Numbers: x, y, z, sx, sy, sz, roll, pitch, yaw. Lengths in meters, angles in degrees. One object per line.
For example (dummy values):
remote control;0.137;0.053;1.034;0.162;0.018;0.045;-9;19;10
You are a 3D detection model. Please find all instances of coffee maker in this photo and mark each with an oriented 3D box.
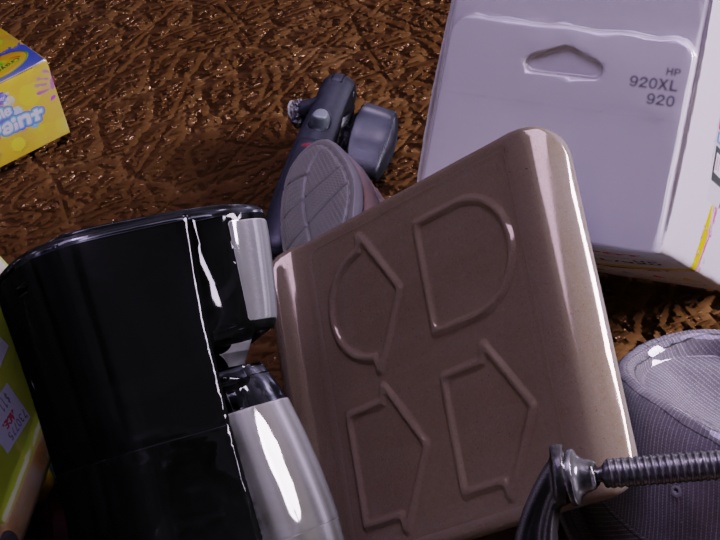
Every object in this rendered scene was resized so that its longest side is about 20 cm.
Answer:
coffee maker;-0.106;0.080;0.704;0.134;0.202;0.191;-22;-7;39

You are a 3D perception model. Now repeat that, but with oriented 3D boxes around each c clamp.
c clamp;0.158;0.109;0.645;0.198;0.172;0.027;-11;4;9

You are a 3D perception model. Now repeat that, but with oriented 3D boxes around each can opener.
can opener;-0.032;-0.071;1.038;0.078;0.064;0.201;4;39;19

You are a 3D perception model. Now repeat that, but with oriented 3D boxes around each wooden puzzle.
wooden puzzle;0.045;0.047;0.759;0.199;0.046;0.187;-24;67;37

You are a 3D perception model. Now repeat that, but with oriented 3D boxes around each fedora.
fedora;0.187;0.096;0.715;0.176;0.091;0.200;-14;36;-25

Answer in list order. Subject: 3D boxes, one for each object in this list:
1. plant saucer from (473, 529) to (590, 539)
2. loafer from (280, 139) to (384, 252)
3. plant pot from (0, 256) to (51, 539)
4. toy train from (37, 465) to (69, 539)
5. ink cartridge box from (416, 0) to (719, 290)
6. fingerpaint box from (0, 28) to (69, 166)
plant saucer;0.074;0.196;0.692;0.198;0.030;0.201;-8;38;6
loafer;0.000;0.000;0.927;0.072;0.063;0.201;-42;41;22
plant pot;-0.267;0.069;0.757;0.180;0.199;0.201;-12;43;25
toy train;-0.191;0.130;0.823;0.150;0.056;0.200;-28;40;-21
ink cartridge box;0.140;-0.077;0.855;0.146;0.146;0.200;10;-3;25
fingerpaint box;-0.364;-0.124;1.184;0.199;0.074;0.167;-31;40;-24
